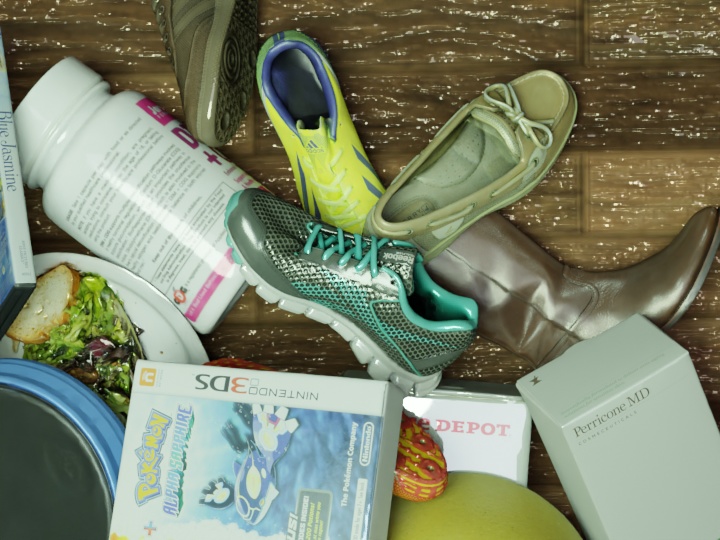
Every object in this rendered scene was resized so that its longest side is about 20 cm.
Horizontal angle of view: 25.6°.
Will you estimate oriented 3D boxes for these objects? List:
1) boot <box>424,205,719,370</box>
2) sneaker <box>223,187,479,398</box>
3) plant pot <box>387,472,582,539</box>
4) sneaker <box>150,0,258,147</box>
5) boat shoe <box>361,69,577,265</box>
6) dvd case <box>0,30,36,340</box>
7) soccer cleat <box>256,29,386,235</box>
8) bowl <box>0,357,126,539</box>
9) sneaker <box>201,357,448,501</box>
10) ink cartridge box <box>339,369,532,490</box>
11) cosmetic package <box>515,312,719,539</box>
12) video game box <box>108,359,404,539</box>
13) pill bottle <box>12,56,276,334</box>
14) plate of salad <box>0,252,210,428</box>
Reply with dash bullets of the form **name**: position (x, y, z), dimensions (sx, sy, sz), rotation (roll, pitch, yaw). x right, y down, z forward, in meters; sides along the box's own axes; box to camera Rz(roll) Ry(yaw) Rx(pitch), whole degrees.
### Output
- **boot**: position (0.145, -0.014, 1.163), dimensions (0.199, 0.064, 0.187), rotation (33, 93, 5)
- **sneaker**: position (0.000, 0.000, 1.073), dimensions (0.199, 0.078, 0.091), rotation (36, 133, -18)
- **plant pot**: position (0.072, 0.249, 1.054), dimensions (0.198, 0.142, 0.202), rotation (0, 96, 1)
- **sneaker**: position (-0.118, -0.184, 1.147), dimensions (0.075, 0.070, 0.202), rotation (0, 73, 17)
- **boat shoe**: position (0.082, -0.080, 1.127), dimensions (0.200, 0.063, 0.073), rotation (-38, 74, -17)
- **dvd case**: position (-0.264, -0.053, 1.109), dimensions (0.017, 0.143, 0.202), rotation (-2, 67, -28)
- **soccer cleat**: position (-0.024, -0.078, 1.149), dimensions (0.064, 0.084, 0.202), rotation (-24, 93, 4)
- **bowl**: position (-0.246, 0.164, 1.101), dimensions (0.198, 0.039, 0.203), rotation (2, 98, 14)
- **sneaker**: position (-0.031, 0.121, 1.100), dimensions (0.198, 0.073, 0.078), rotation (18, 117, 21)
- **ink cartridge box**: position (0.046, 0.181, 1.164), dimensions (0.144, 0.088, 0.202), rotation (4, 95, 2)
- **cosmetic package**: position (0.201, 0.146, 1.117), dimensions (0.107, 0.085, 0.201), rotation (-30, 115, -6)
- **video game box**: position (-0.073, 0.164, 1.029), dimensions (0.180, 0.047, 0.202), rotation (3, 77, 20)
- **pill bottle**: position (-0.156, -0.056, 1.142), dimensions (0.199, 0.113, 0.114), rotation (37, 95, -1)
- **plate of salad**: position (-0.201, 0.081, 1.154), dimensions (0.198, 0.048, 0.202), rotation (7, 120, 13)
